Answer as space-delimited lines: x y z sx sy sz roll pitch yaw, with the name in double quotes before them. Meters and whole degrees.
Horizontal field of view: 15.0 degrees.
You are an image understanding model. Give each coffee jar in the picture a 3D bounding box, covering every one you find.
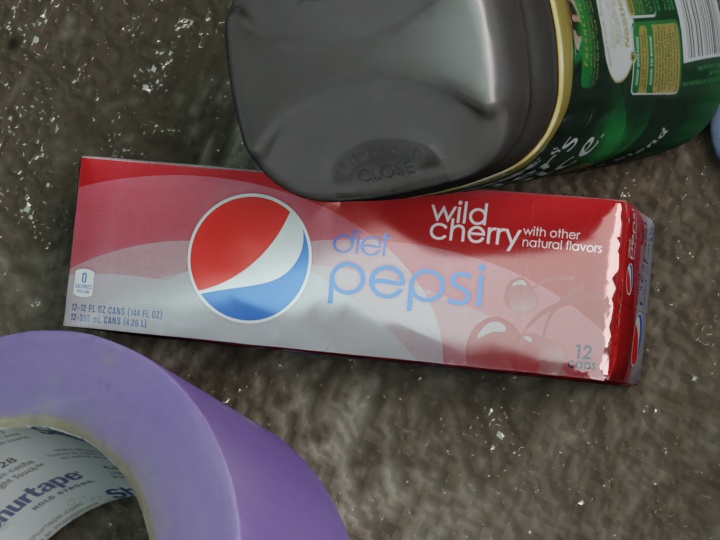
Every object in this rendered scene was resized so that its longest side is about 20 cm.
"coffee jar" 0.041 -0.070 0.892 0.104 0.200 0.086 -9 91 27

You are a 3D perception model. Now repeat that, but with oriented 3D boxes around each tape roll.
"tape roll" -0.104 0.128 0.938 0.200 0.085 0.201 -13 63 26

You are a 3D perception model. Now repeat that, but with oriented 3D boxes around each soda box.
"soda box" 0.000 0.000 0.968 0.199 0.070 0.064 5 87 15

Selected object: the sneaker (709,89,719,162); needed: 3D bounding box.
"sneaker" 0.177 -0.047 0.884 0.200 0.084 0.075 6 96 49
